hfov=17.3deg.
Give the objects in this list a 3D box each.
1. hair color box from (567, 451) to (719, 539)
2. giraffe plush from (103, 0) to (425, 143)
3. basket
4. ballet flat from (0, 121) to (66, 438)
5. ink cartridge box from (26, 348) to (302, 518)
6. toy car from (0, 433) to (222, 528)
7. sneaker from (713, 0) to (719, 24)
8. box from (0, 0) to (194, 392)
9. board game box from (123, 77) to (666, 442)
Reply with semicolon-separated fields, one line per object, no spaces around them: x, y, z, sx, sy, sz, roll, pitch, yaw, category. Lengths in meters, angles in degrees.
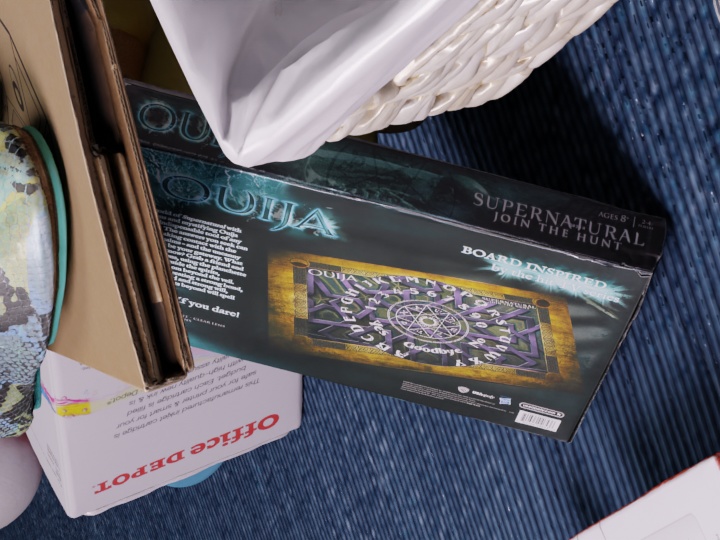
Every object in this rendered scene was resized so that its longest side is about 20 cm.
0.133;0.122;0.814;0.111;0.064;0.200;65;160;10;hair color box
-0.024;-0.133;0.895;0.162;0.172;0.200;126;156;-57;giraffe plush
-0.001;-0.151;0.742;0.136;0.123;0.200;-38;70;40;basket
-0.146;0.016;0.853;0.074;0.074;0.200;61;159;22;ballet flat
-0.111;0.022;1.256;0.084;0.145;0.200;56;158;35;ink cartridge box
-0.221;0.107;1.497;0.177;0.200;0.184;34;-175;-46;toy car
0.155;-0.044;0.588;0.200;0.078;0.086;54;169;55;sneaker
-0.115;-0.046;0.852;0.200;0.021;0.164;-170;65;-70;box
0.000;0.000;0.878;0.135;0.200;0.028;108;176;-58;board game box
